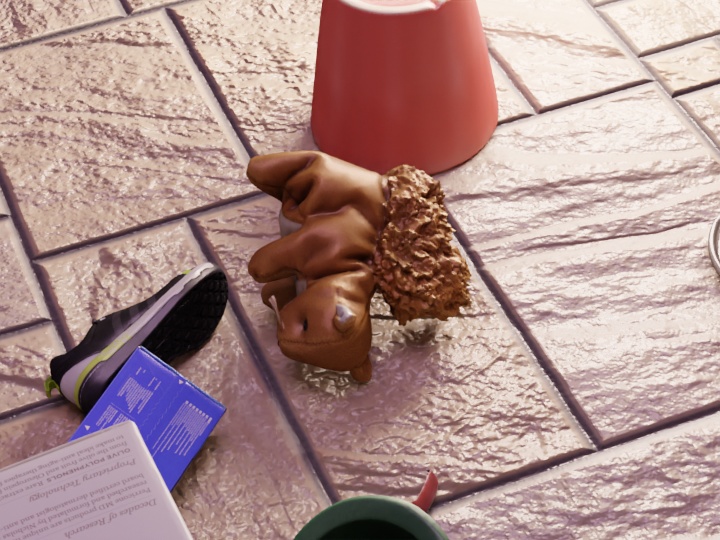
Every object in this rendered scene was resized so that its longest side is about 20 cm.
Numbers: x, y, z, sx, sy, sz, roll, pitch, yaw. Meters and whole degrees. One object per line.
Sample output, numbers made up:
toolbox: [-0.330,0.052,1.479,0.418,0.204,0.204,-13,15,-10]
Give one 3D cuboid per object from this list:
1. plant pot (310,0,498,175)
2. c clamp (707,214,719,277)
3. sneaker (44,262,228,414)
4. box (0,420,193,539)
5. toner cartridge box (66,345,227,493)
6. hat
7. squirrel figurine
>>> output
plant pot: [0.041,-0.221,1.980,0.198,0.179,0.201,-2,41,2]
c clamp: [0.406,0.000,1.807,0.198,0.027,0.171,15,45,20]
sneaker: [-0.202,0.049,1.771,0.082,0.072,0.200,24,48,31]
box: [-0.210,0.260,1.431,0.198,0.200,0.172,-21,43,-15]
toner cartridge box: [-0.198,0.162,1.633,0.095,0.043,0.200,37,47,-3]
hat: [0.039,0.264,1.545,0.165,0.176,0.201,26,87,28]
squirrel figurine: [0.000,0.000,1.766,0.198,0.142,0.188,-7,47,1]
